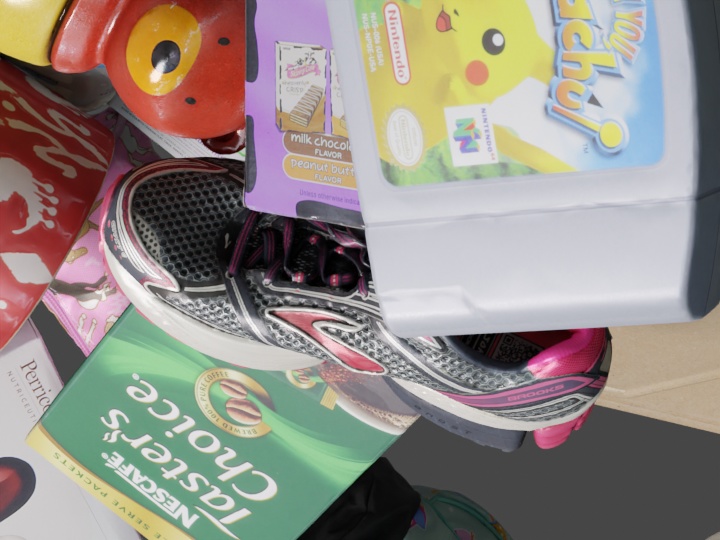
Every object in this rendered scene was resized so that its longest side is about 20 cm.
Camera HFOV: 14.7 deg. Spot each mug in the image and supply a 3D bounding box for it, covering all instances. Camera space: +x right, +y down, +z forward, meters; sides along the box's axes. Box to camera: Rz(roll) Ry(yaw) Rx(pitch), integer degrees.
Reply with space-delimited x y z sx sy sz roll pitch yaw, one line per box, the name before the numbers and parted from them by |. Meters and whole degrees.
mug | -0.220 -0.040 1.119 0.199 0.178 0.133 29 -171 -15

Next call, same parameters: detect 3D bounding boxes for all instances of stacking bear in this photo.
stacking bear | -0.113 -0.123 1.050 0.199 0.114 0.122 34 104 2

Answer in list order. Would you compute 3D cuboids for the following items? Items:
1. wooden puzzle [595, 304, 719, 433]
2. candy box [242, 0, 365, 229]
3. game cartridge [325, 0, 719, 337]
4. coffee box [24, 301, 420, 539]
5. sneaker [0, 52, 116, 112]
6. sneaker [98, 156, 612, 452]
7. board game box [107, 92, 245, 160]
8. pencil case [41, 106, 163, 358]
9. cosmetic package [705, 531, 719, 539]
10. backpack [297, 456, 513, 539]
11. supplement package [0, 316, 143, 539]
wooden puzzle | 0.113 -0.001 1.089 0.199 0.037 0.185 17 147 7
candy box | 0.046 -0.112 0.950 0.167 0.071 0.201 11 108 31
game cartridge | 0.052 -0.079 0.890 0.133 0.040 0.201 -5 100 30
coffee box | -0.048 0.049 1.166 0.123 0.044 0.200 39 136 -5
sneaker | -0.172 -0.135 1.157 0.200 0.075 0.087 42 151 12
sneaker | 0.000 0.000 1.038 0.199 0.081 0.075 17 159 2
board game box | -0.002 -0.081 1.119 0.153 0.040 0.200 39 144 -3
pencil case | -0.088 0.021 1.260 0.082 0.087 0.201 -22 114 27
cosmetic package | 0.208 0.139 1.139 0.087 0.104 0.200 40 145 -8
backpack | 0.024 0.181 1.317 0.200 0.127 0.167 48 153 -18
supplement package | -0.224 0.113 1.341 0.147 0.199 0.192 50 167 53
